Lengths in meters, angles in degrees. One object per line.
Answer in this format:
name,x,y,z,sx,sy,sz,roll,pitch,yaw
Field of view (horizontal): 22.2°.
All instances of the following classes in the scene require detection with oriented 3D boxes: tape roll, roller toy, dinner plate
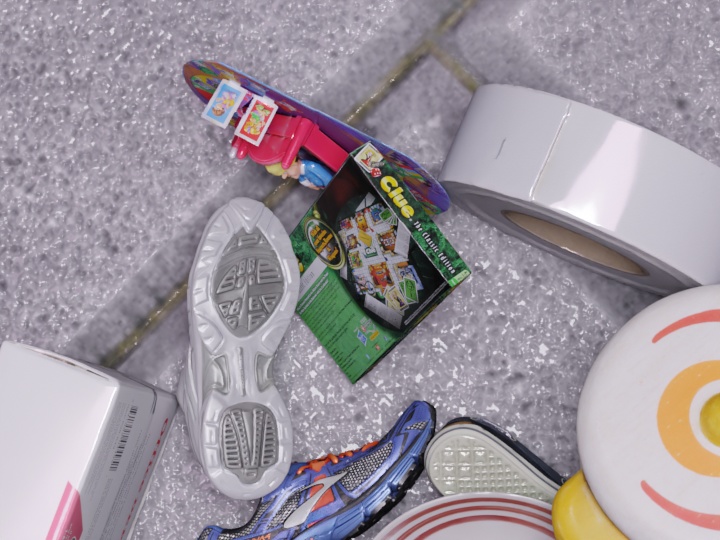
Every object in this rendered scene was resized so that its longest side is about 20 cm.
tape roll,0.152,-0.048,1.192,0.202,0.202,0.071,24,86,3
roller toy,0.224,0.107,1.131,0.199,0.140,0.183,4,70,12
dinner plate,0.089,0.232,1.224,0.199,0.024,0.201,2,113,5

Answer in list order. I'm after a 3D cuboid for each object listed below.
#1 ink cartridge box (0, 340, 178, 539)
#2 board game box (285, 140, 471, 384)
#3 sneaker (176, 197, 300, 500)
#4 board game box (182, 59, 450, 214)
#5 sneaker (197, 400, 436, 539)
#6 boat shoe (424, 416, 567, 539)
ink cartridge box,-0.193,0.130,1.183,0.085,0.200,0.146,20,85,9
board game box,0.000,0.000,1.197,0.023,0.200,0.105,-37,85,-27
sneaker,-0.094,0.051,1.238,0.078,0.099,0.201,6,85,-24
board game box,-0.038,-0.071,1.218,0.200,0.158,0.039,27,80,3
sneaker,-0.030,0.153,1.243,0.200,0.075,0.078,-40,82,-4
boat shoe,0.124,0.170,1.241,0.200,0.062,0.075,42,104,-10
